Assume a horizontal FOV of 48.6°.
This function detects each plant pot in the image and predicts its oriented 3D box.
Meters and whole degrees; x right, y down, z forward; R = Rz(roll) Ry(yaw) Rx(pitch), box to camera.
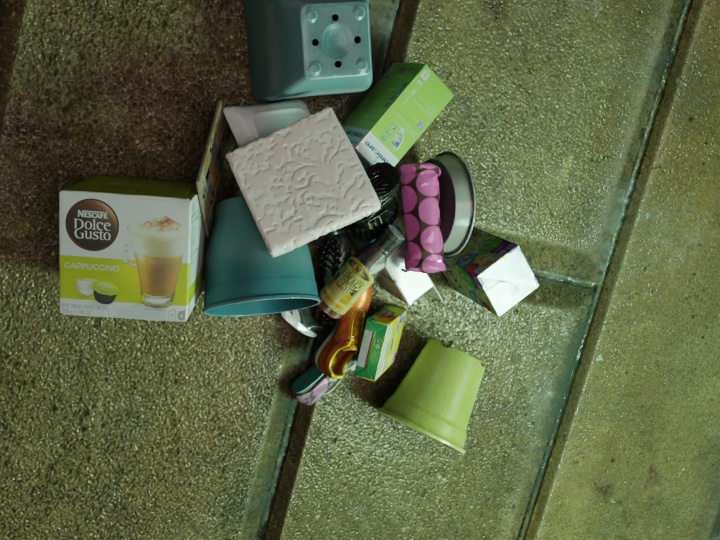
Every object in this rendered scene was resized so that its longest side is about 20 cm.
[{"bbox_3d":[-0.178,-0.027,1.378,0.200,0.200,0.188,-3,81,-22],"label":"plant pot"},{"bbox_3d":[-0.074,-0.389,1.356,0.196,0.200,0.197,-9,107,-19],"label":"plant pot"},{"bbox_3d":[0.163,0.250,1.644,0.200,0.200,0.184,32,79,-26],"label":"plant pot"}]

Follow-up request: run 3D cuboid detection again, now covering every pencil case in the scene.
[{"bbox_3d":[0.114,-0.095,1.461,0.094,0.091,0.200,-3,92,-65],"label":"pencil case"}]

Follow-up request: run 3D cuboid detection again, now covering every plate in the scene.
[{"bbox_3d":[-0.121,-0.207,1.385,0.199,0.032,0.200,-21,85,-50],"label":"plate"}]

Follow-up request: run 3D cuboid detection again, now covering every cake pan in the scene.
[{"bbox_3d":[0.150,-0.126,1.517,0.037,0.200,0.201,-3,105,-25],"label":"cake pan"}]

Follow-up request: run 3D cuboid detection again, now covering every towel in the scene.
[{"bbox_3d":[-0.094,-0.144,1.302,0.200,0.032,0.191,-25,85,-9],"label":"towel"}]

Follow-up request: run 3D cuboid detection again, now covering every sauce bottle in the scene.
[{"bbox_3d":[0.000,0.000,1.454,0.066,0.066,0.200,31,110,-26],"label":"sauce bottle"}]

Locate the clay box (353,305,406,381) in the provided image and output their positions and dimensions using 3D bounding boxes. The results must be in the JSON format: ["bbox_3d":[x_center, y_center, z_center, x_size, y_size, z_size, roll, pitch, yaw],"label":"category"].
[{"bbox_3d":[0.044,0.138,1.579,0.048,0.200,0.115,15,99,12],"label":"clay box"}]

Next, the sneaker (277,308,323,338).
[{"bbox_3d":[-0.135,0.046,1.515,0.086,0.080,0.200,-49,117,-6],"label":"sneaker"}]

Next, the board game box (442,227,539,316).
[{"bbox_3d":[0.244,-0.005,1.588,0.105,0.200,0.103,-36,114,-9],"label":"board game box"}]

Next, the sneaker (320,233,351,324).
[{"bbox_3d":[-0.027,0.008,1.544,0.090,0.066,0.200,-18,130,-28],"label":"sneaker"}]

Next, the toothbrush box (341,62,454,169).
[{"bbox_3d":[0.053,-0.280,1.468,0.086,0.146,0.200,43,85,-26],"label":"toothbrush box"}]

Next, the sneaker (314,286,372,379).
[{"bbox_3d":[-0.017,0.114,1.524,0.073,0.077,0.200,14,100,-42],"label":"sneaker"}]

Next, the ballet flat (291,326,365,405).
[{"bbox_3d":[-0.050,0.194,1.602,0.200,0.069,0.071,-43,133,-4],"label":"ballet flat"}]

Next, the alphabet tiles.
[{"bbox_3d":[-0.244,-0.183,1.347,0.008,0.167,0.200,9,62,0],"label":"alphabet tiles"}]

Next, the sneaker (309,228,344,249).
[{"bbox_3d":[-0.090,-0.100,1.473,0.076,0.116,0.200,-48,116,-5],"label":"sneaker"}]

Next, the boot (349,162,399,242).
[{"bbox_3d":[-0.022,-0.098,1.403,0.211,0.158,0.080,-22,73,-10],"label":"boot"}]

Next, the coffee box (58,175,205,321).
[{"bbox_3d":[-0.364,-0.043,1.301,0.199,0.200,0.198,4,102,-4],"label":"coffee box"}]

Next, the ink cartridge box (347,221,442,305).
[{"bbox_3d":[0.069,-0.009,1.563,0.067,0.116,0.200,-37,114,-10],"label":"ink cartridge box"}]
